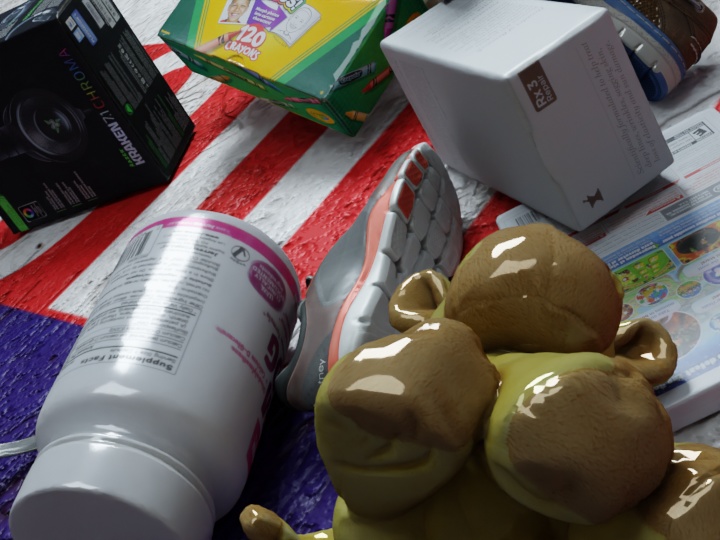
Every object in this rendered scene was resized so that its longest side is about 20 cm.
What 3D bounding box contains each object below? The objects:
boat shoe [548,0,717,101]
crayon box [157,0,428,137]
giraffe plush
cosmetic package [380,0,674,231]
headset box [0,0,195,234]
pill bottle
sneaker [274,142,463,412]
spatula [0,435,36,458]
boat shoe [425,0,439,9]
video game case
[{"bbox_3d":[0.142,-0.200,0.685,0.072,0.200,0.072,-44,-2,-8],"label":"boat shoe"},{"bbox_3d":[-0.056,-0.198,0.864,0.200,0.058,0.119,26,79,34],"label":"crayon box"},{"bbox_3d":[0.064,0.055,0.428,0.200,0.172,0.163,-47,12,49],"label":"giraffe plush"},{"bbox_3d":[0.091,-0.104,0.640,0.074,0.102,0.200,-35,25,-7],"label":"cosmetic package"},{"bbox_3d":[-0.285,-0.145,0.968,0.199,0.174,0.093,-15,35,24],"label":"headset box"},{"bbox_3d":[-0.106,0.069,0.582,0.113,0.114,0.200,-15,36,25],"label":"pill bottle"},{"bbox_3d":[0.000,0.000,0.621,0.082,0.077,0.200,-10,38,33],"label":"sneaker"},{"bbox_3d":[-0.212,0.109,0.702,0.199,0.021,0.057,-28,45,2],"label":"spatula"},{"bbox_3d":[-0.025,-0.246,0.987,0.199,0.065,0.072,-13,37,28],"label":"boat shoe"},{"bbox_3d":[0.161,-0.006,0.548,0.143,0.018,0.200,-27,32,7],"label":"video game case"}]
